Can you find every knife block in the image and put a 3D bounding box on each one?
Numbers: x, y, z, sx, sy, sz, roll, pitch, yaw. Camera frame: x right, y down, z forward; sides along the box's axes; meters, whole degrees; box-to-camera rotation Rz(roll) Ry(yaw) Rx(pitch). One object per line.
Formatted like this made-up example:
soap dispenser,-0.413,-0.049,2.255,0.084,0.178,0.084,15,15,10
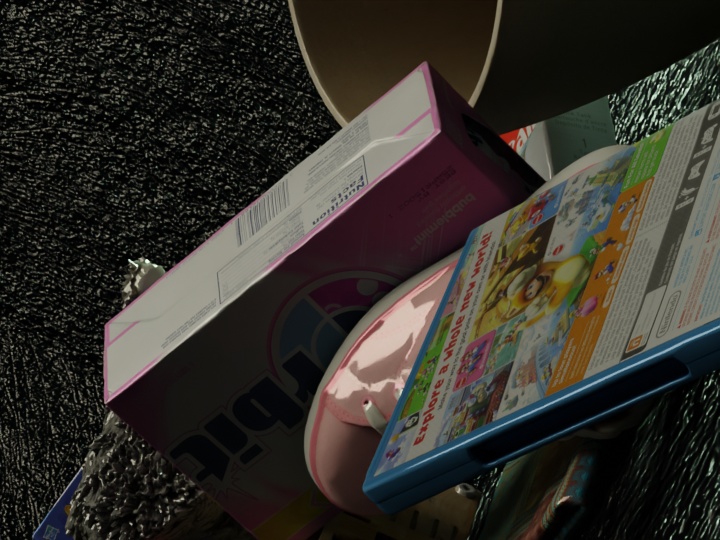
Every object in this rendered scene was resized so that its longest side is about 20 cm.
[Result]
knife block,-0.007,0.181,1.227,0.200,0.064,0.177,-64,-5,-69

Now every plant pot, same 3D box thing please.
plant pot,0.095,-0.154,1.215,0.187,0.199,0.189,22,115,57

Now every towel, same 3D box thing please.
towel,0.088,0.063,1.140,0.147,0.022,0.201,-60,4,47

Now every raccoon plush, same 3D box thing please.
raccoon plush,-0.124,0.081,1.267,0.199,0.134,0.097,-23,-26,-23

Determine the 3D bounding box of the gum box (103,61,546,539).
gum box,0.000,0.016,1.129,0.200,0.113,0.066,-38,27,17

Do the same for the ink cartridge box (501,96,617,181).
ink cartridge box,0.074,-0.040,1.354,0.160,0.047,0.201,120,150,-45

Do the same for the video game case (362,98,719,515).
video game case,0.093,0.000,0.918,0.199,0.018,0.144,-28,26,40

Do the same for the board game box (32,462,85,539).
board game box,-0.086,0.090,1.428,0.201,0.045,0.135,-55,-18,-13

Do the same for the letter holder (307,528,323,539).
letter holder,-0.068,0.181,1.386,0.142,0.100,0.201,3,-61,-55

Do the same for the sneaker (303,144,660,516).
sneaker,0.053,0.042,1.048,0.200,0.075,0.105,-43,23,18

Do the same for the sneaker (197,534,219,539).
sneaker,-0.068,0.169,1.159,0.084,0.075,0.200,-41,21,0
